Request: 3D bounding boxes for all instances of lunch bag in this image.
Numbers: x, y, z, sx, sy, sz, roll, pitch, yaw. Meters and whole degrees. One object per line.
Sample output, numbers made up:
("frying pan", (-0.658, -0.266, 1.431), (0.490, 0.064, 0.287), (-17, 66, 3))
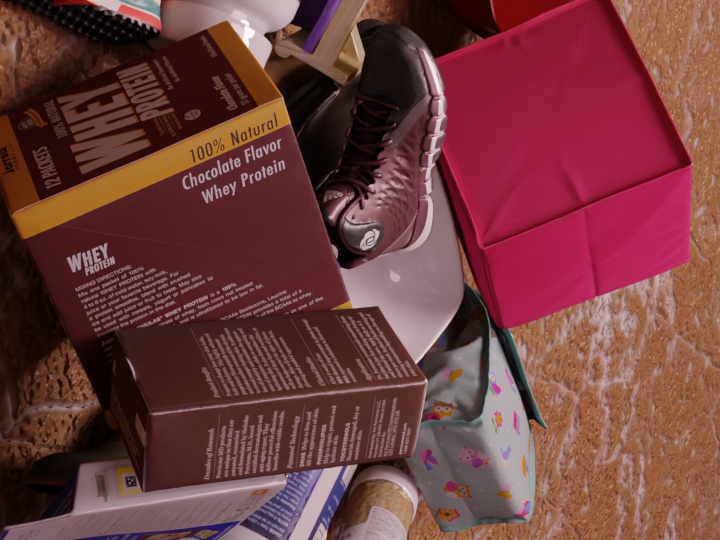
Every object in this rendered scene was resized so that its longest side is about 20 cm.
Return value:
("lunch bag", (0.112, 0.133, 1.584), (0.200, 0.122, 0.171), (-76, 150, -46))

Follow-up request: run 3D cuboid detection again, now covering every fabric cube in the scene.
("fabric cube", (0.173, -0.093, 1.424), (0.199, 0.197, 0.199), (-21, 156, 2))

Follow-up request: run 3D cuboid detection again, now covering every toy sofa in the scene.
("toy sofa", (-0.004, -0.258, 1.249), (0.200, 0.097, 0.083), (-61, 178, 21))

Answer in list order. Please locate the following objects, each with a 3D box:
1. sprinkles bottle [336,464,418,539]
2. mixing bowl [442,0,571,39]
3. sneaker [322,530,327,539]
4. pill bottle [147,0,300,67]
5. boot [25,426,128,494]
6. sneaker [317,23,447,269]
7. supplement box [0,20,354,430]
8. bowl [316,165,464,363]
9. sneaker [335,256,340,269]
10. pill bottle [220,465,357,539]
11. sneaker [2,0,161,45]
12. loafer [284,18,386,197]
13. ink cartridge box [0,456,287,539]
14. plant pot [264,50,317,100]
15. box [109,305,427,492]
("sprinkles bottle", (0.008, 0.261, 1.472), (0.200, 0.068, 0.068), (-68, 156, -63))
("mixing bowl", (0.135, -0.298, 1.472), (0.200, 0.108, 0.201), (-21, 118, -47))
("sneaker", (-0.082, 0.295, 1.444), (0.115, 0.080, 0.200), (62, 46, -60))
("pill bottle", (-0.087, -0.251, 1.200), (0.109, 0.109, 0.201), (28, 80, -53))
("boot", (-0.189, 0.130, 1.256), (0.200, 0.074, 0.097), (9, 80, -56))
("sneaker", (0.006, -0.086, 1.242), (0.115, 0.076, 0.201), (-30, 130, -39))
("supplement box", (-0.136, -0.033, 1.129), (0.197, 0.133, 0.200), (-24, 128, -8))
("bowl", (0.000, 0.000, 1.390), (0.200, 0.074, 0.200), (-45, 135, -32))
("sneaker", (-0.056, 0.064, 1.280), (0.078, 0.075, 0.200), (12, 124, -20))
("pill bottle", (-0.083, 0.207, 1.359), (0.200, 0.111, 0.111), (-63, 142, -23))
("sneaker", (-0.211, -0.231, 1.096), (0.200, 0.070, 0.094), (24, 66, -51))
("loafer", (-0.013, -0.133, 1.326), (0.200, 0.071, 0.073), (-58, 140, -21))
("ink cartridge box", (-0.177, 0.176, 1.153), (0.199, 0.198, 0.047), (-3, 71, -22))
("plant pot", (-0.080, -0.089, 1.337), (0.200, 0.027, 0.201), (-21, 118, -47))
("box", (-0.065, 0.086, 1.090), (0.199, 0.100, 0.075), (-3, 122, -22))
